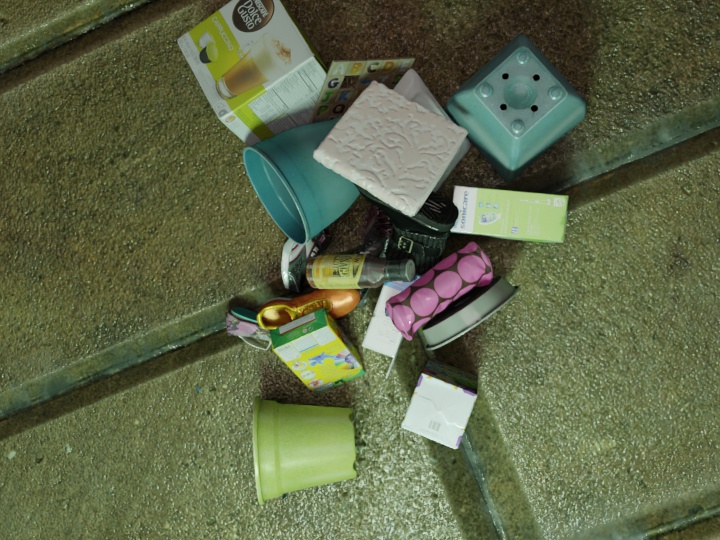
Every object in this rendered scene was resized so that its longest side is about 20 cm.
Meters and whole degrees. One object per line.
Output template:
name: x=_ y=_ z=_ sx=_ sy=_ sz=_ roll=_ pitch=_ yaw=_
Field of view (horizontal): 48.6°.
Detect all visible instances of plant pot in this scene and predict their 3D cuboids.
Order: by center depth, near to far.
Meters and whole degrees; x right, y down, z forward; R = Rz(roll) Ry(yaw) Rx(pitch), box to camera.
plant pot: x=0.277 y=-0.299 z=1.415 sx=0.196 sy=0.200 sz=0.196 roll=-41 pitch=85 yaw=6
plant pot: x=-0.079 y=-0.179 z=1.438 sx=0.188 sy=0.200 sz=0.200 roll=-34 pitch=87 yaw=-17
plant pot: x=-0.101 y=0.331 z=1.501 sx=0.184 sy=0.200 sz=0.201 roll=-3 pitch=91 yaw=-3

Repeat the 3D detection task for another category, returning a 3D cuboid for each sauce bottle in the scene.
sauce bottle: x=0.000 y=0.000 z=1.428 sx=0.200 sy=0.066 sz=0.066 roll=-3 pitch=91 yaw=27

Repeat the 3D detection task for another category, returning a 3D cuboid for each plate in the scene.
plate: x=0.103 y=-0.227 z=1.441 sx=0.200 sy=0.032 sz=0.200 roll=47 pitch=69 yaw=-28

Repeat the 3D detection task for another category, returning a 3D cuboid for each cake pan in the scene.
cake pan: x=0.192 y=0.072 z=1.435 sx=0.200 sy=0.200 sz=0.037 roll=-34 pitch=90 yaw=7

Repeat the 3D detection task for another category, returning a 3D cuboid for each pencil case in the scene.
pencil case: x=0.140 y=0.039 z=1.396 sx=0.200 sy=0.091 sz=0.094 roll=-34 pitch=130 yaw=-6

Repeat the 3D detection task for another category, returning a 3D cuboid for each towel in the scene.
towel: x=0.052 y=-0.209 z=1.347 sx=0.200 sy=0.032 sz=0.191 roll=31 pitch=68 yaw=11

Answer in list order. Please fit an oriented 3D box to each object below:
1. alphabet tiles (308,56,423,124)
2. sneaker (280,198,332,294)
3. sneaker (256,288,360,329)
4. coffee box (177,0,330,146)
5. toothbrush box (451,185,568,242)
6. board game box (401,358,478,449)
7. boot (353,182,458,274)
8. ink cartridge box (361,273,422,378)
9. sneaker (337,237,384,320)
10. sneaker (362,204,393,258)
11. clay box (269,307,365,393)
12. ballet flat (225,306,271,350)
alphabet tiles: x=0.014 y=-0.323 z=1.456 sx=0.200 sy=0.167 sz=0.008 roll=-10 pitch=60 yaw=-28
sneaker: x=-0.100 y=-0.051 z=1.535 sx=0.086 sy=0.080 sz=0.200 roll=8 pitch=93 yaw=6
sneaker: x=-0.095 y=0.076 z=1.485 sx=0.200 sy=0.077 sz=0.073 roll=-16 pitch=106 yaw=9
coffee box: x=-0.172 y=-0.358 z=1.450 sx=0.198 sy=0.200 sz=0.200 roll=-33 pitch=69 yaw=7
toothbrush box: x=0.265 y=-0.101 z=1.449 sx=0.200 sy=0.146 sz=0.086 roll=7 pitch=93 yaw=7
board game box: x=0.148 y=0.235 z=1.445 sx=0.105 sy=0.200 sz=0.103 roll=21 pitch=94 yaw=8
boot: x=0.064 y=-0.089 z=1.403 sx=0.211 sy=0.158 sz=0.079 roll=34 pitch=57 yaw=11
ink cartridge box: x=0.057 y=0.092 z=1.497 sx=0.067 sy=0.116 sz=0.200 roll=20 pitch=93 yaw=6
sneaker: x=-0.009 y=0.022 z=1.520 sx=0.090 sy=0.066 sz=0.200 roll=43 pitch=116 yaw=-6
sneaker: x=0.040 y=-0.112 z=1.494 sx=0.076 sy=0.116 sz=0.200 roll=9 pitch=92 yaw=8
clay box: x=-0.076 y=0.157 z=1.506 sx=0.115 sy=0.200 sz=0.048 roll=-24 pitch=52 yaw=7
ballet flat: x=-0.170 y=0.125 z=1.560 sx=0.200 sy=0.069 sz=0.071 roll=13 pitch=111 yaw=10
